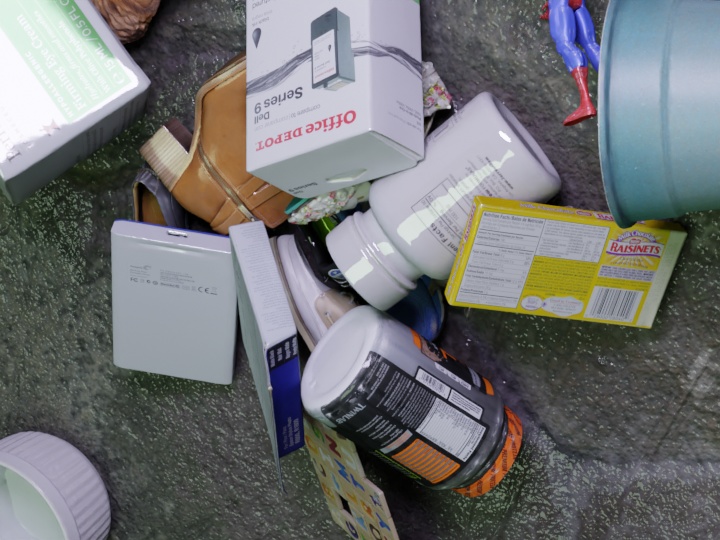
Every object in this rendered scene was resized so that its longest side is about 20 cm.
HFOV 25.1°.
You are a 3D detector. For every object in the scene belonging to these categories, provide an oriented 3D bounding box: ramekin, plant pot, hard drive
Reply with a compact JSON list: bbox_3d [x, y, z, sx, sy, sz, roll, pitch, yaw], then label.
[{"bbox_3d":[-0.392,0.288,1.923,0.200,0.105,0.200,12,117,26],"label":"ramekin"},{"bbox_3d":[0.306,-0.132,1.292,0.196,0.200,0.200,1,112,22],"label":"plant pot"},{"bbox_3d":[-0.193,0.036,1.692,0.132,0.025,0.200,9,135,2],"label":"hard drive"}]

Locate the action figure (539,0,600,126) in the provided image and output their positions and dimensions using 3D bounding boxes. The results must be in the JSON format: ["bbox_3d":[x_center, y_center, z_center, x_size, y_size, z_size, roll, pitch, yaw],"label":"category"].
[{"bbox_3d":[0.161,-0.215,1.393,0.099,0.065,0.200,-22,75,51],"label":"action figure"}]

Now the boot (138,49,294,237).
[{"bbox_3d":[-0.109,-0.120,1.603,0.155,0.077,0.200,45,112,-6],"label":"boot"}]

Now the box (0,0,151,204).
[{"bbox_3d":[-0.331,-0.199,1.583,0.199,0.171,0.200,55,171,-2],"label":"box"}]

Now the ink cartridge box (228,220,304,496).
[{"bbox_3d":[-0.085,0.087,1.585,0.041,0.200,0.200,-11,143,-7],"label":"ink cartridge box"}]

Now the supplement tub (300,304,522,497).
[{"bbox_3d":[0.052,0.131,1.556,0.200,0.123,0.122,34,130,-24],"label":"supplement tub"}]

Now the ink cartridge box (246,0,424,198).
[{"bbox_3d":[-0.024,-0.183,1.453,0.146,0.084,0.200,-16,65,34],"label":"ink cartridge box"}]

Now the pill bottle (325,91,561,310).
[{"bbox_3d":[0.072,-0.058,1.460,0.200,0.114,0.114,-39,90,14],"label":"pill bottle"}]

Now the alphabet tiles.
[{"bbox_3d":[-0.013,0.218,1.660,0.167,0.008,0.200,33,147,54],"label":"alphabet tiles"}]

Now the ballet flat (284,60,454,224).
[{"bbox_3d":[0.012,-0.107,1.507,0.064,0.076,0.200,38,103,-11],"label":"ballet flat"}]

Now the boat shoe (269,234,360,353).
[{"bbox_3d":[-0.029,0.049,1.640,0.068,0.075,0.200,-24,91,8],"label":"boat shoe"}]

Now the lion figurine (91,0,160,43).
[{"bbox_3d":[-0.190,-0.299,1.568,0.200,0.072,0.123,-15,111,30],"label":"lion figurine"}]

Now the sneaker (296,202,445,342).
[{"bbox_3d":[0.000,0.000,1.582,0.200,0.089,0.079,49,127,-1],"label":"sneaker"}]

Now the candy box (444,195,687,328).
[{"bbox_3d":[0.182,-0.006,1.432,0.200,0.026,0.102,7,116,-17],"label":"candy box"}]

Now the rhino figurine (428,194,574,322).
[{"bbox_3d":[0.141,-0.004,1.513,0.200,0.060,0.087,-22,123,36],"label":"rhino figurine"}]

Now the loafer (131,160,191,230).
[{"bbox_3d":[-0.212,-0.025,1.704,0.073,0.072,0.200,7,116,26],"label":"loafer"}]
